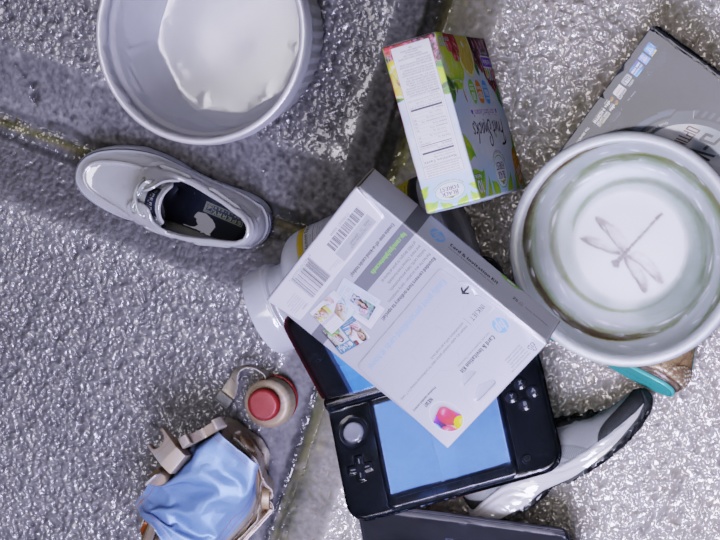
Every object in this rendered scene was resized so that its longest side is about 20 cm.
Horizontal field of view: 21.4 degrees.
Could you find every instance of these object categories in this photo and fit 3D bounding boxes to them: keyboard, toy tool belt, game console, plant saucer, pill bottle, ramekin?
[{"bbox_3d":[0.099,0.260,1.720,0.200,0.021,0.127,6,134,16],"label":"keyboard"},{"bbox_3d":[-0.136,0.188,1.754,0.125,0.123,0.200,37,104,9],"label":"toy tool belt"},{"bbox_3d":[0.054,0.106,1.650,0.200,0.119,0.173,-17,68,14],"label":"game console"},{"bbox_3d":[0.229,-0.020,1.621,0.200,0.050,0.200,2,97,16],"label":"plant saucer"},{"bbox_3d":[0.000,0.000,1.701,0.200,0.112,0.112,-25,89,17],"label":"pill bottle"},{"bbox_3d":[-0.128,-0.215,1.720,0.200,0.105,0.200,2,97,16],"label":"ramekin"}]

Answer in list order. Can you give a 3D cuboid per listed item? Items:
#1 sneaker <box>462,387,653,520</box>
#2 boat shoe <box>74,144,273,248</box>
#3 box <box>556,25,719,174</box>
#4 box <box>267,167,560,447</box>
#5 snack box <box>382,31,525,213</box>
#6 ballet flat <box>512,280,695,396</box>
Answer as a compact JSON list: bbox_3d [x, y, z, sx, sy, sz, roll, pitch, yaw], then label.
[{"bbox_3d":[0.169,0.155,1.691,0.200,0.074,0.079,-32,81,17],"label":"sneaker"},{"bbox_3d":[-0.180,-0.069,1.770,0.200,0.065,0.074,14,99,14],"label":"boat shoe"},{"bbox_3d":[0.260,-0.086,1.654,0.160,0.044,0.200,39,105,9],"label":"box"},{"bbox_3d":[0.042,0.033,1.578,0.200,0.041,0.156,39,129,1],"label":"box"},{"bbox_3d":[0.083,-0.126,1.619,0.053,0.200,0.142,-14,92,16],"label":"snack box"},{"bbox_3d":[0.205,0.043,1.682,0.200,0.071,0.065,26,76,9],"label":"ballet flat"}]
